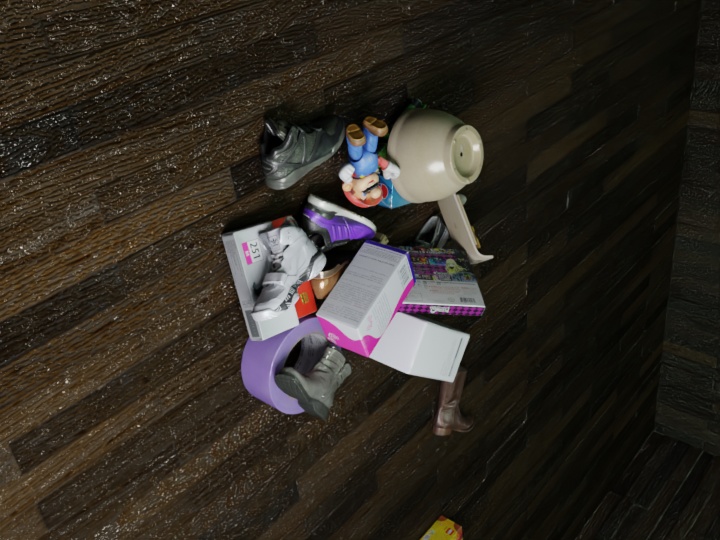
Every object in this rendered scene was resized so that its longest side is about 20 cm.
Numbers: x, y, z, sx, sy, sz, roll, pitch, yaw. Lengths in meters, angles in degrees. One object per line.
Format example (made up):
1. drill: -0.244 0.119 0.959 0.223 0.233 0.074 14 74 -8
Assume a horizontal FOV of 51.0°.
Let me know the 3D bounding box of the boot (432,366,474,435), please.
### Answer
1. boot: 0.276 0.349 2.107 0.186 0.064 0.201 -2 102 -53

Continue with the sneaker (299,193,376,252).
1. sneaker: -0.053 -0.080 1.515 0.200 0.069 0.100 21 96 -48

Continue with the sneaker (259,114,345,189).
1. sneaker: -0.105 -0.244 1.366 0.199 0.076 0.114 -41 140 -26

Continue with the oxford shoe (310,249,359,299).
1. oxford shoe: -0.046 0.004 1.532 0.200 0.071 0.071 -33 124 -56

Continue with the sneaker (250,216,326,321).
1. sneaker: -0.146 -0.006 1.318 0.115 0.075 0.200 59 45 -21

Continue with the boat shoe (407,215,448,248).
1. boat shoe: 0.139 -0.046 1.768 0.071 0.072 0.200 57 50 -37

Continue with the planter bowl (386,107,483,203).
1. planter bowl: 0.169 -0.239 1.568 0.200 0.135 0.201 -7 100 -46

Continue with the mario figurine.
1. mario figurine: 0.020 -0.194 1.470 0.200 0.123 0.106 91 -2 -52

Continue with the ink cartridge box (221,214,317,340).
1. ink cartridge box: -0.152 0.008 1.390 0.173 0.043 0.201 -22 101 -43

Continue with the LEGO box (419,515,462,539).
1. LEGO box: 0.216 0.852 2.226 0.200 0.077 0.149 -36 130 -37

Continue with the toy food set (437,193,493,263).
1. toy food set: 0.246 -0.113 1.746 0.060 0.144 0.200 -21 89 -9

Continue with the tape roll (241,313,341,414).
1. tape roll: -0.135 0.176 1.502 0.200 0.085 0.201 -23 121 -44

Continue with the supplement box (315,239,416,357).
1. supplement box: 0.014 0.053 1.486 0.200 0.103 0.101 -57 149 -29

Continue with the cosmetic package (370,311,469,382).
1. cosmetic package: 0.099 0.154 1.685 0.200 0.199 0.123 22 88 -52

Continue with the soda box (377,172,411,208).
1. soda box: 0.108 -0.192 1.661 0.200 0.064 0.068 -21 121 -46

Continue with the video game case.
1. video game case: 0.156 0.020 1.655 0.199 0.182 0.036 3 134 -15

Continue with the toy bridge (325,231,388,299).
1. toy bridge: 0.000 0.000 1.607 0.200 0.067 0.027 -52 139 -24

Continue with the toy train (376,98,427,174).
1. toy train: 0.081 -0.289 1.608 0.200 0.042 0.056 -55 129 -21

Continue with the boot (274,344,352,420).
1. boot: -0.087 0.195 1.459 0.131 0.068 0.200 -61 149 -20
